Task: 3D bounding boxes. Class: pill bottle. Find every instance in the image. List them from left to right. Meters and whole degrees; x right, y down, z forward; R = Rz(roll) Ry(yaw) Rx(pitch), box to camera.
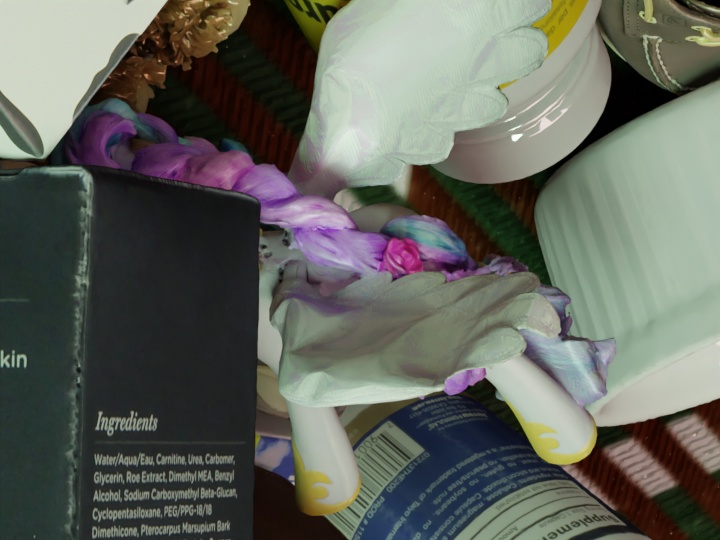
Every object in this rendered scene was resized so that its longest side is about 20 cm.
[{"bbox_3d":[0.022,-0.120,1.015,0.111,0.111,0.200,-45,141,-9],"label":"pill bottle"},{"bbox_3d":[0.064,0.136,1.179,0.111,0.200,0.111,-26,135,-29],"label":"pill bottle"}]

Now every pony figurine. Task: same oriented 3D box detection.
[{"bbox_3d":[0.000,0.000,0.954,0.200,0.192,0.167,44,42,-44],"label":"pony figurine"}]

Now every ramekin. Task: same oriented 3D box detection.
[{"bbox_3d":[0.167,-0.017,1.184,0.199,0.098,0.201,-20,168,-4],"label":"ramekin"}]

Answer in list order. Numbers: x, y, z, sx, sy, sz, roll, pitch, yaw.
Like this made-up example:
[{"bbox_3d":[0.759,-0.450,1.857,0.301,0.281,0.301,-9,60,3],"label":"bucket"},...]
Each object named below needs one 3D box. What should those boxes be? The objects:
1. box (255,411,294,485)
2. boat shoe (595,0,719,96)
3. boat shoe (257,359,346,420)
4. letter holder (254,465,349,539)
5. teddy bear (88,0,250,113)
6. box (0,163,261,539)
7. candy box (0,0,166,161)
[{"bbox_3d":[-0.097,0.099,1.115,0.199,0.048,0.122,12,110,-48],"label":"box"},{"bbox_3d":[0.124,-0.117,1.060,0.072,0.060,0.200,-30,151,-10],"label":"boat shoe"},{"bbox_3d":[-0.068,0.006,1.064,0.200,0.074,0.074,13,97,-56],"label":"boat shoe"},{"bbox_3d":[-0.072,0.123,1.006,0.200,0.142,0.101,28,98,-49],"label":"letter holder"},{"bbox_3d":[-0.118,-0.100,0.922,0.199,0.067,0.145,6,136,-38],"label":"teddy bear"},{"bbox_3d":[-0.140,0.072,0.860,0.117,0.196,0.201,6,85,-65],"label":"box"},{"bbox_3d":[-0.116,-0.157,0.797,0.200,0.071,0.168,53,58,-32],"label":"candy box"}]
